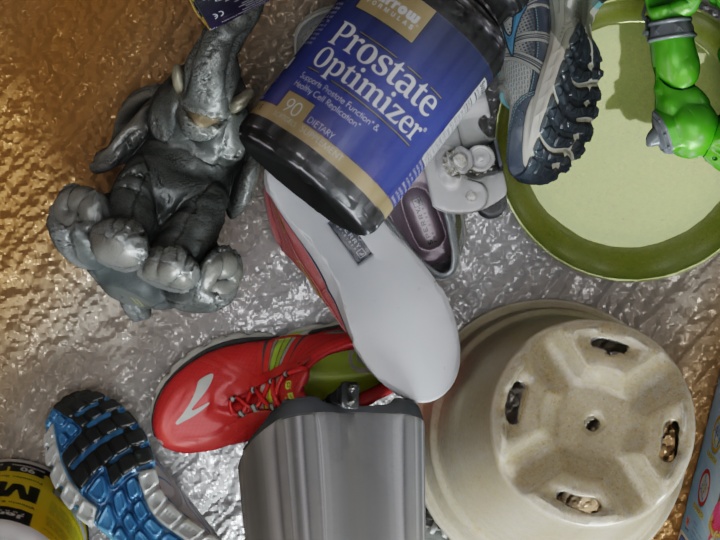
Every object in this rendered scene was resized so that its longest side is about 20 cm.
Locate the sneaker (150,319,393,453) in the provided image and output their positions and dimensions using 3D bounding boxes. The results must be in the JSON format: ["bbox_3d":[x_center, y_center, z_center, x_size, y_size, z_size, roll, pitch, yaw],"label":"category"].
[{"bbox_3d":[-0.054,0.079,1.570,0.199,0.085,0.077,-19,102,1],"label":"sneaker"}]

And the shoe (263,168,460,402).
[{"bbox_3d":[0.000,0.000,1.539,0.071,0.091,0.200,-33,90,-6],"label":"shoe"}]

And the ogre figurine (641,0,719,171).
[{"bbox_3d":[0.272,-0.115,1.511,0.199,0.098,0.120,21,90,-22],"label":"ogre figurine"}]

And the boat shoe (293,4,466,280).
[{"bbox_3d":[0.017,-0.088,1.549,0.074,0.065,0.203,-24,103,2],"label":"boat shoe"}]

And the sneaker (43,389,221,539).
[{"bbox_3d":[-0.152,0.173,1.595,0.075,0.087,0.200,-37,78,-4],"label":"sneaker"}]

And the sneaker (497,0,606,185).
[{"bbox_3d":[0.115,-0.152,1.514,0.086,0.078,0.201,3,73,27],"label":"sneaker"}]

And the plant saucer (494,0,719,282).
[{"bbox_3d":[0.191,-0.093,1.576,0.199,0.031,0.201,-1,103,-3],"label":"plant saucer"}]

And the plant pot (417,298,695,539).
[{"bbox_3d":[0.141,0.107,1.509,0.199,0.184,0.201,1,82,-5],"label":"plant pot"}]

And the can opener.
[{"bbox_3d":[0.055,-0.131,1.536,0.052,0.066,0.201,-12,85,-3],"label":"can opener"}]

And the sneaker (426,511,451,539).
[{"bbox_3d":[0.062,0.204,1.613,0.199,0.076,0.092,-17,98,-1],"label":"sneaker"}]

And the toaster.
[{"bbox_3d":[-0.016,0.163,1.513,0.113,0.200,0.130,2,70,-16],"label":"toaster"}]

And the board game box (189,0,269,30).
[{"bbox_3d":[-0.043,-0.268,1.460,0.199,0.166,0.057,-26,143,3],"label":"board game box"}]

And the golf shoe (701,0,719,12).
[{"bbox_3d":[0.236,-0.225,1.517,0.200,0.097,0.078,31,97,-11],"label":"golf shoe"}]

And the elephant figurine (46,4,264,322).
[{"bbox_3d":[-0.115,-0.078,1.519,0.141,0.155,0.201,35,67,-43],"label":"elephant figurine"}]

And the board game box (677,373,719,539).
[{"bbox_3d":[0.279,0.167,1.551,0.056,0.200,0.197,11,102,-7],"label":"board game box"}]

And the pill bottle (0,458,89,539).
[{"bbox_3d":[-0.245,0.209,1.529,0.114,0.200,0.115,-1,102,-4],"label":"pill bottle"}]

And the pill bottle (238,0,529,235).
[{"bbox_3d":[0.022,-0.131,1.447,0.112,0.112,0.200,38,83,-10],"label":"pill bottle"}]
